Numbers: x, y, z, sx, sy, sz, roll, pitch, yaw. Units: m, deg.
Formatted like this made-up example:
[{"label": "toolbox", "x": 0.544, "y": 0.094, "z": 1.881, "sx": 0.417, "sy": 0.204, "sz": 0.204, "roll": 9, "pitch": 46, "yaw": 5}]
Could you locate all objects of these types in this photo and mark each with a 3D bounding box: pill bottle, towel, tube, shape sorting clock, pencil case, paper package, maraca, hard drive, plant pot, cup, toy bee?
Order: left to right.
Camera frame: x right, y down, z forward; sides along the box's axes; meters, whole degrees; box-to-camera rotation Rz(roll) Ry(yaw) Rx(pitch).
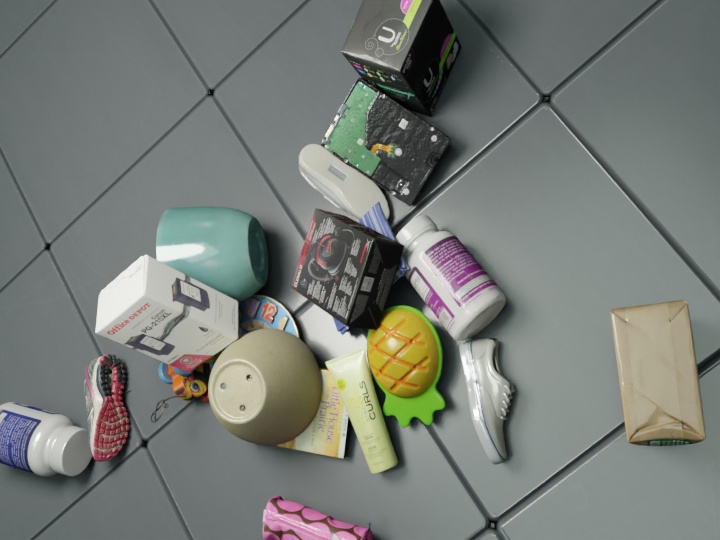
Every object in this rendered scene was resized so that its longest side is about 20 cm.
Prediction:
[{"label": "pill bottle", "x": -0.633, "y": 0.338, "z": 1.520, "sx": 0.196, "sy": 0.119, "sz": 0.123, "roll": 8, "pitch": 82, "yaw": 23}, {"label": "toy bee", "x": -0.327, "y": 0.201, "z": 1.453, "sx": 0.130, "sy": 0.108, "sz": 0.204, "roll": -6, "pitch": 61, "yaw": 51}, {"label": "plant pot", "x": -0.260, "y": -0.024, "z": 1.413, "sx": 0.157, "sy": 0.201, "sz": 0.206, "roll": -7, "pitch": 77, "yaw": 10}, {"label": "shape sorting clock", "x": -0.200, "y": 0.147, "z": 1.434, "sx": 0.195, "sy": 0.039, "sz": 0.205, "roll": -5, "pitch": 77, "yaw": 21}, {"label": "cup", "x": -0.178, "y": 0.199, "z": 1.298, "sx": 0.195, "sy": 0.143, "sz": 0.206, "roll": -1, "pitch": 85, "yaw": 15}, {"label": "pencil case", "x": -0.076, "y": 0.443, "z": 1.296, "sx": 0.196, "sy": 0.093, "sz": 0.093, "roll": 10, "pitch": 83, "yaw": 23}, {"label": "towel", "x": 0.000, "y": 0.000, "z": 1.347, "sx": 0.200, "sy": 0.024, "sz": 0.147, "roll": -46, "pitch": 53, "yaw": 33}, {"label": "tube", "x": 0.005, "y": 0.239, "z": 1.303, "sx": 0.057, "sy": 0.052, "sz": 0.204, "roll": -18, "pitch": 86, "yaw": -22}, {"label": "hard drive", "x": 0.044, "y": -0.228, "z": 1.368, "sx": 0.198, "sy": 0.038, "sz": 0.141, "roll": 32, "pitch": 103, "yaw": 1}, {"label": "maraca", "x": 0.077, "y": 0.161, "z": 1.290, "sx": 0.134, "sy": 0.106, "sz": 0.205, "roll": -11, "pitch": 90, "yaw": 27}, {"label": "pill bottle", "x": 0.143, "y": 0.008, "z": 1.289, "sx": 0.112, "sy": 0.112, "sz": 0.201, "roll": -41, "pitch": 69, "yaw": 9}, {"label": "paper package", "x": 0.426, "y": 0.150, "z": 1.103, "sx": 0.101, "sy": 0.200, "sz": 0.196, "roll": -8, "pitch": 77, "yaw": 19}]

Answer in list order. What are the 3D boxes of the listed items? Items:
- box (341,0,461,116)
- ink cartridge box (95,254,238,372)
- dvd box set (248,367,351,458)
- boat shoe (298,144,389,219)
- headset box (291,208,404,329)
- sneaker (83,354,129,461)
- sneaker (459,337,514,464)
[{"label": "box", "x": 0.076, "y": -0.388, "z": 1.346, "sx": 0.122, "sy": 0.200, "sz": 0.151, "roll": 23, "pitch": 87, "yaw": 23}, {"label": "ink cartridge box", "x": -0.327, "y": 0.078, "z": 1.310, "sx": 0.144, "sy": 0.199, "sz": 0.086, "roll": -33, "pitch": 45, "yaw": 29}, {"label": "dvd box set", "x": -0.110, "y": 0.243, "z": 1.366, "sx": 0.195, "sy": 0.029, "sz": 0.150, "roll": 7, "pitch": 87, "yaw": 15}, {"label": "boat shoe", "x": -0.035, "y": -0.147, "z": 1.410, "sx": 0.198, "sy": 0.069, "sz": 0.073, "roll": 33, "pitch": 68, "yaw": -1}, {"label": "headset box", "x": -0.032, "y": -0.009, "z": 1.308, "sx": 0.199, "sy": 0.074, "sz": 0.152, "roll": 28, "pitch": 104, "yaw": 49}, {"label": "sneaker", "x": -0.504, "y": 0.272, "z": 1.512, "sx": 0.074, "sy": 0.080, "sz": 0.205, "roll": -18, "pitch": 65, "yaw": 32}, {"label": "sneaker", "x": 0.214, "y": 0.205, "z": 1.242, "sx": 0.069, "sy": 0.073, "sz": 0.205, "roll": -18, "pitch": 73, "yaw": 20}]
